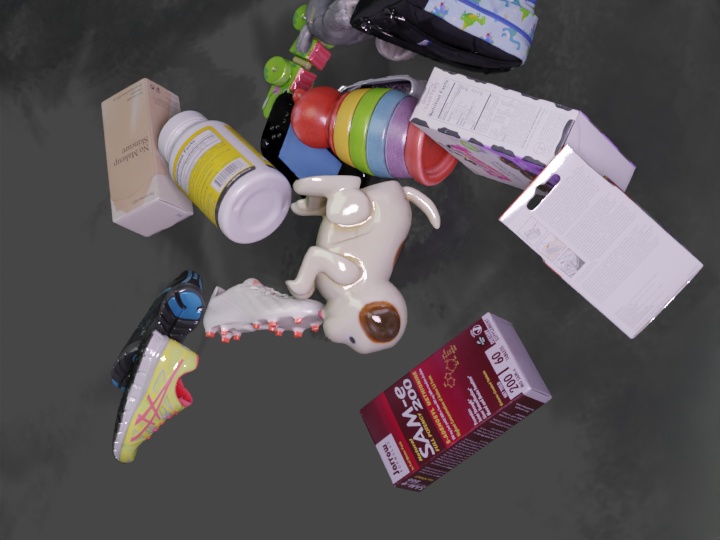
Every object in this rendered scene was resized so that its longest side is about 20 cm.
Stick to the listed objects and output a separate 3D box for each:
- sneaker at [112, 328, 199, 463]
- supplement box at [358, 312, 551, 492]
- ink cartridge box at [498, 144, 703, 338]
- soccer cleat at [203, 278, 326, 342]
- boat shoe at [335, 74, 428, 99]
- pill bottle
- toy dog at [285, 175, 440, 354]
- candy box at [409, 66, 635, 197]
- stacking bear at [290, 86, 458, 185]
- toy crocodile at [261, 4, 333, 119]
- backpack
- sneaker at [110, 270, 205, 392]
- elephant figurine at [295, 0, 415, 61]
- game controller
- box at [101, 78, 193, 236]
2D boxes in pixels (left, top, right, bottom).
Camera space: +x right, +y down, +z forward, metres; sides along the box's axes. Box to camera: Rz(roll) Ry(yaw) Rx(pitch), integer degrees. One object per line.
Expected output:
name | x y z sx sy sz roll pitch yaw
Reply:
sneaker | -0.273 0.180 1.663 0.078 0.090 0.201 -102 33 -62
supplement box | 0.105 0.151 1.417 0.200 0.061 0.109 -39 57 19
ink cartridge box | 0.247 -0.034 1.303 0.109 0.200 0.050 -47 13 12
soccer cleat | -0.125 0.045 1.608 0.199 0.069 0.078 -7 68 36
boat shoe | 0.002 -0.213 1.599 0.199 0.068 0.073 3 77 36
pill bottle | -0.189 -0.133 1.680 0.112 0.111 0.200 -53 53 9
toy dog | 0.000 0.000 1.494 0.140 0.192 0.202 140 126 -72
candy box | 0.181 -0.141 1.390 0.199 0.167 0.072 24 87 38
stacking bear | 0.008 -0.174 1.513 0.199 0.122 0.114 14 46 26
toy crocodile | -0.070 -0.288 1.674 0.062 0.067 0.201 31 94 36
backpack | 0.116 -0.303 1.472 0.163 0.199 0.155 -8 54 65
sneaker | -0.270 0.087 1.704 0.200 0.073 0.082 -49 20 22
elephant figurine | 0.041 -0.339 1.590 0.155 0.199 0.143 14 99 61
game controller | -0.060 -0.143 1.617 0.200 0.042 0.105 45 135 31
box | -0.307 -0.161 1.791 0.095 0.078 0.201 -24 62 25
